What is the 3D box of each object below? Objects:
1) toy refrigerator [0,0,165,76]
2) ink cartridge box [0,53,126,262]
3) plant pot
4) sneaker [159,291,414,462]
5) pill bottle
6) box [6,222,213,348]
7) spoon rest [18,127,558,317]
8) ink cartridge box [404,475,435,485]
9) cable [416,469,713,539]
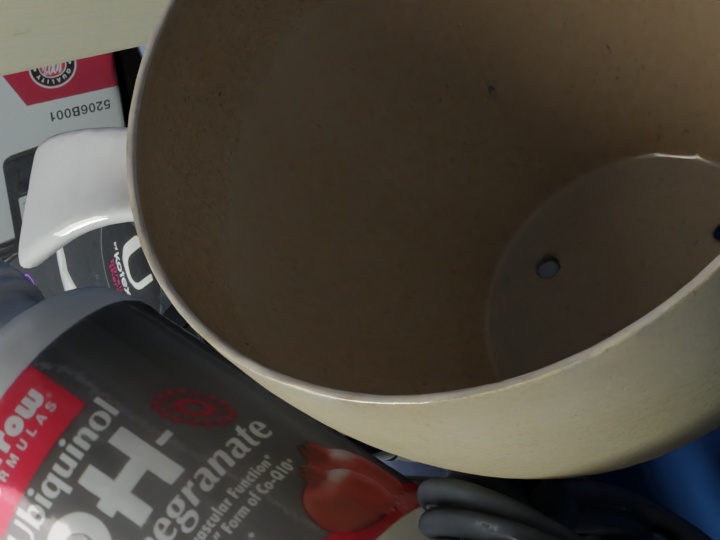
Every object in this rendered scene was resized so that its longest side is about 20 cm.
[{"bbox_3d":[-0.145,-0.123,1.028,0.076,0.199,0.070,58,149,32],"label":"toy refrigerator"},{"bbox_3d":[-0.175,-0.015,1.206,0.083,0.144,0.201,10,112,59],"label":"ink cartridge box"},{"bbox_3d":[0.055,-0.023,0.737,0.200,0.200,0.135,50,180,40],"label":"plant pot"},{"bbox_3d":[-0.011,-0.026,0.895,0.079,0.129,0.201,18,119,59],"label":"sneaker"},{"bbox_3d":[-0.069,0.074,0.837,0.199,0.111,0.111,32,136,20],"label":"pill bottle"},{"bbox_3d":[-0.054,0.025,1.032,0.200,0.106,0.123,-30,79,63],"label":"box"},{"bbox_3d":[0.000,0.000,0.819,0.061,0.199,0.100,-33,46,57],"label":"spoon rest"},{"bbox_3d":[0.020,0.189,0.907,0.201,0.083,0.147,-58,47,22],"label":"ink cartridge box"},{"bbox_3d":[0.089,0.096,0.740,0.200,0.162,0.051,23,95,58],"label":"cable"}]
